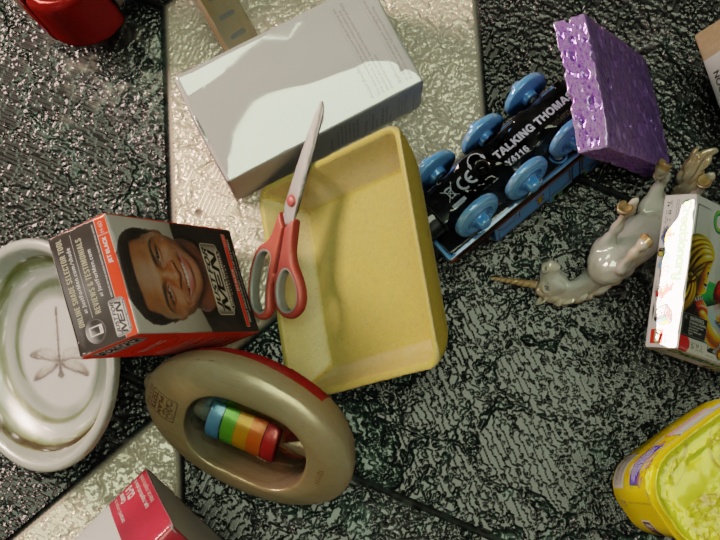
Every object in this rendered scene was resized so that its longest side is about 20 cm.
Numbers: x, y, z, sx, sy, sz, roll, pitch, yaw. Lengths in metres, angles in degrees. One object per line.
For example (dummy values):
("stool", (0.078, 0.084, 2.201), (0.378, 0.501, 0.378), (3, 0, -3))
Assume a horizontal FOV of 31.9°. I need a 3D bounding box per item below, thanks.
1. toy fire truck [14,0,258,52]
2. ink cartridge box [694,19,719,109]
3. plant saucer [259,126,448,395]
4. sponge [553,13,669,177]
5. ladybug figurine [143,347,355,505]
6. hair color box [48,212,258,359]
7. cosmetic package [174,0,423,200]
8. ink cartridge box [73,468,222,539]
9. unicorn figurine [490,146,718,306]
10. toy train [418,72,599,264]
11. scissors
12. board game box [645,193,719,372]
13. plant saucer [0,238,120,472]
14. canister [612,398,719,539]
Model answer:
("toy fire truck", (-0.204, -0.262, 1.139), (0.176, 0.129, 0.200), (-46, 63, -6))
("ink cartridge box", (0.397, -0.134, 1.098), (0.164, 0.075, 0.201), (-9, 78, -35))
("plant saucer", (0.000, 0.000, 1.087), (0.048, 0.200, 0.201), (-1, 78, -41))
("sponge", (0.220, -0.145, 1.084), (0.030, 0.200, 0.112), (-14, 82, 26))
("ladybug figurine", (-0.092, 0.126, 1.084), (0.199, 0.136, 0.072), (25, 38, 7))
("hair color box", (-0.167, 0.016, 1.052), (0.061, 0.200, 0.102), (-21, 81, 21))
("cosmetic package", (-0.054, -0.162, 1.144), (0.199, 0.081, 0.113), (-26, 81, -2))
("ink cartridge box", (-0.187, 0.296, 1.016), (0.200, 0.145, 0.145), (-44, 110, -7))
("unicorn figurine", (0.231, -0.027, 1.105), (0.199, 0.137, 0.074), (-22, 69, -17))
("toy train", (0.129, -0.087, 1.110), (0.200, 0.114, 0.087), (-40, 67, -5))
("scissors", (-0.067, -0.052, 1.114), (0.073, 0.014, 0.201), (14, 102, 45))
("board game box", (0.316, 0.023, 1.067), (0.035, 0.200, 0.127), (0, 77, 46))
("plant saucer", (-0.268, 0.072, 1.096), (0.199, 0.050, 0.201), (3, 95, 35))
("canister", (0.289, 0.159, 1.025), (0.148, 0.200, 0.087), (-34, 82, -4))
